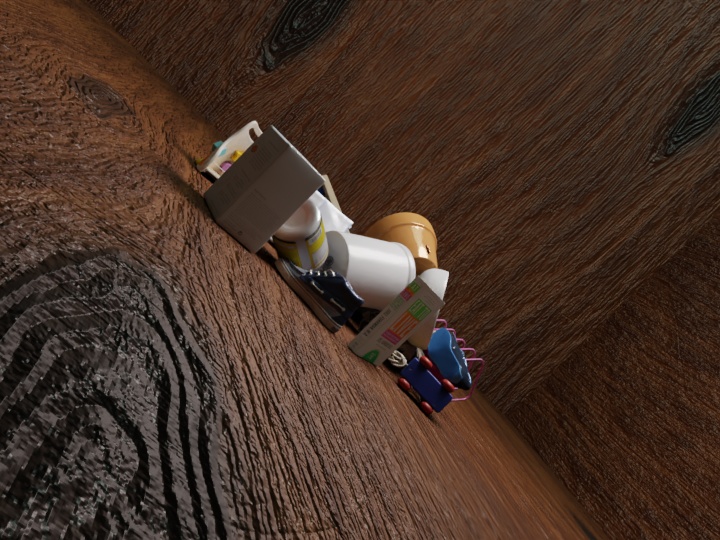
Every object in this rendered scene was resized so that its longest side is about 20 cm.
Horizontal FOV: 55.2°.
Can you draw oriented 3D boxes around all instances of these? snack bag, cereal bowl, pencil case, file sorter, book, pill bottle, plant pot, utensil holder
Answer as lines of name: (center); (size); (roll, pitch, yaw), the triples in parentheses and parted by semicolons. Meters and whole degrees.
snack bag: (-0.136, -0.111, 1.686); (0.200, 0.189, 0.021); (42, -24, -14)
cereal bowl: (0.147, 0.087, 1.665); (0.083, 0.201, 0.200); (15, 1, 5)
pencil case: (0.078, 0.177, 1.701); (0.200, 0.078, 0.089); (44, 5, -35)
file sorter: (0.209, 0.231, 1.794); (0.125, 0.140, 0.200); (2, 28, -30)
book: (0.073, 0.105, 1.427); (0.048, 0.200, 0.134); (47, 4, 28)
pill bottle: (-0.128, -0.063, 1.467); (0.112, 0.112, 0.200); (47, -17, 25)
plant pot: (0.114, -0.028, 1.771); (0.200, 0.200, 0.140); (43, 19, -42)
utensil holder: (0.000, 0.000, 1.608); (0.199, 0.170, 0.170); (13, 24, -39)

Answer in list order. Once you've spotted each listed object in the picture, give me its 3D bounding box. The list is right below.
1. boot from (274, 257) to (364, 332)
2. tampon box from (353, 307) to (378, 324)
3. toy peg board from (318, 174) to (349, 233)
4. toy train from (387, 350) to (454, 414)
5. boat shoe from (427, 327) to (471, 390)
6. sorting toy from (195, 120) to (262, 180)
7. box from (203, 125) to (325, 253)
boot: (-0.082, 0.026, 1.393); (0.200, 0.090, 0.073); (47, 3, 18)
tampon box: (0.044, 0.095, 1.891); (0.150, 0.126, 0.200); (43, 4, -39)
toy peg board: (-0.115, -0.118, 1.893); (0.199, 0.097, 0.201); (104, -33, -61)
toy train: (0.118, 0.233, 1.562); (0.200, 0.085, 0.116); (46, -8, 8)
boat shoe: (0.207, 0.215, 1.617); (0.069, 0.084, 0.200); (44, 20, -25)
sorting toy: (-0.293, -0.277, 1.720); (0.107, 0.180, 0.200); (48, 3, 41)
box: (-0.191, -0.161, 1.344); (0.106, 0.200, 0.152); (43, 4, -33)
